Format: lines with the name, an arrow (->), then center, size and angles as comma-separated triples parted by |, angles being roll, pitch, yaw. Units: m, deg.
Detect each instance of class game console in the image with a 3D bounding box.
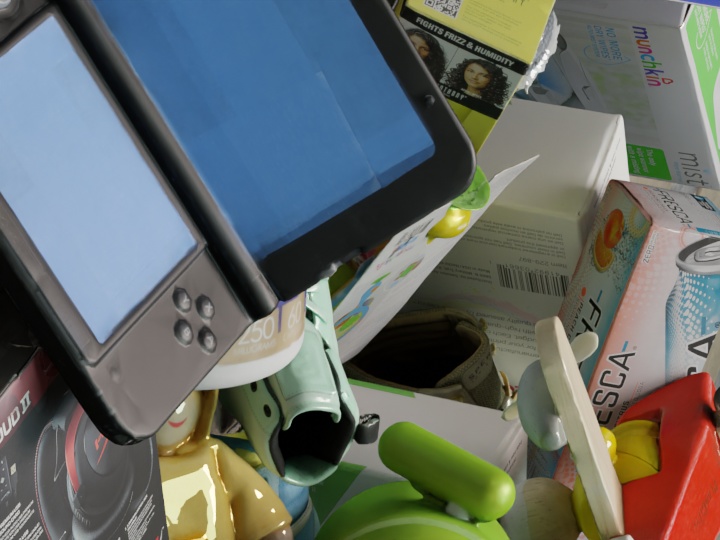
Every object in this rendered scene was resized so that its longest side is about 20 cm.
game console -> -0.073, -0.064, 1.139 | 0.201, 0.116, 0.176 | 58, 37, -13

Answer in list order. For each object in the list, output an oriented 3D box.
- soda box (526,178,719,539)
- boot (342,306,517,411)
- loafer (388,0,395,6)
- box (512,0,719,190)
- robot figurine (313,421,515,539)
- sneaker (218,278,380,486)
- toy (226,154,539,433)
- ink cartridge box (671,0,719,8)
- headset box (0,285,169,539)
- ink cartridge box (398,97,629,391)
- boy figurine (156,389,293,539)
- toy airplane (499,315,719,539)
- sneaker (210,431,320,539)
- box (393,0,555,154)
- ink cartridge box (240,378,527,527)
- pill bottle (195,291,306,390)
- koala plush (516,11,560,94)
soda box -> 0.144, 0.055, 1.588 | 0.064, 0.068, 0.201 | -123, -132, -57
boot -> 0.089, 0.091, 1.675 | 0.155, 0.199, 0.072 | 73, 29, -51
loafer -> -0.028, -0.114, 1.457 | 0.063, 0.071, 0.201 | 101, 9, -87
box -> 0.136, -0.147, 1.704 | 0.200, 0.175, 0.097 | 64, 42, -61
robot figurine -> 0.026, 0.170, 1.402 | 0.200, 0.115, 0.176 | -80, -167, -82
sneaker -> -0.033, 0.007, 1.367 | 0.118, 0.073, 0.202 | -125, -153, -50
toy -> 0.000, 0.000, 1.494 | 0.115, 0.047, 0.200 | -29, 169, -44
ink cartridge box -> 0.125, -0.190, 1.435 | 0.199, 0.044, 0.095 | 3, 105, -48
headset box -> -0.150, 0.078, 1.191 | 0.149, 0.075, 0.201 | -57, 152, -46
ink cartridge box -> 0.085, -0.008, 1.685 | 0.201, 0.144, 0.088 | 77, 30, -48
boy figurine -> -0.084, 0.127, 1.358 | 0.064, 0.123, 0.202 | 176, -90, -67
toy airplane -> 0.133, 0.138, 1.481 | 0.199, 0.140, 0.202 | 22, 68, -56
sneaker -> -0.084, 0.158, 1.429 | 0.200, 0.079, 0.131 | -57, 146, -46
box -> 0.031, -0.086, 1.484 | 0.200, 0.075, 0.050 | 122, -9, -56
ink cartridge box -> 0.013, 0.170, 1.589 | 0.084, 0.145, 0.201 | -53, 148, -52
pill bottle -> -0.077, -0.058, 1.259 | 0.116, 0.115, 0.201 | -39, 137, -60
koala plush -> 0.087, -0.211, 1.513 | 0.178, 0.183, 0.201 | 78, 29, -47
